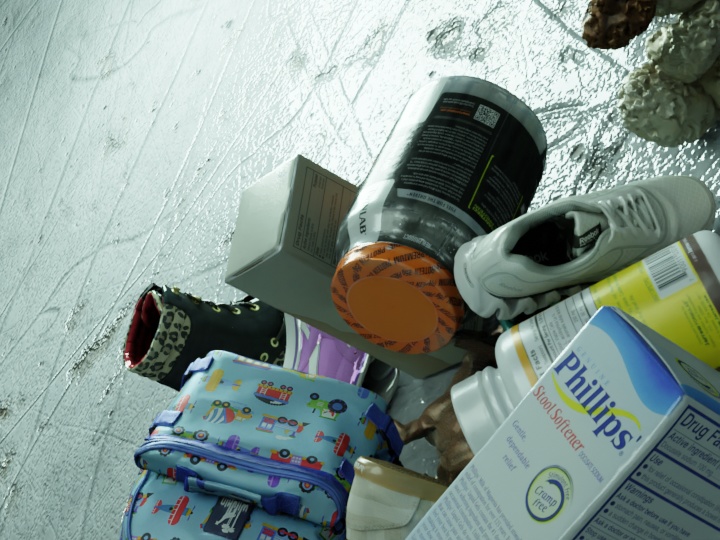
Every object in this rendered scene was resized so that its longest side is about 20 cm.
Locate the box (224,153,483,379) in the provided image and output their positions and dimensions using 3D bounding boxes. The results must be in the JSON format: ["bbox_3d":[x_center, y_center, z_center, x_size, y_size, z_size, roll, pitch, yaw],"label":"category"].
[{"bbox_3d":[0.000,0.000,1.252,0.078,0.200,0.095,-29,42,46],"label":"box"}]

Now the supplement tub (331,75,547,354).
[{"bbox_3d":[0.058,-0.042,1.181,0.122,0.123,0.200,-24,29,43],"label":"supplement tub"}]

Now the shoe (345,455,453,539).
[{"bbox_3d":[0.083,0.169,1.021,0.070,0.200,0.053,174,111,-74],"label":"shoe"}]

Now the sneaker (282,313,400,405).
[{"bbox_3d":[-0.007,0.051,1.356,0.114,0.073,0.201,-18,61,42],"label":"sneaker"}]

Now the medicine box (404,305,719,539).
[{"bbox_3d":[0.160,0.153,0.929,0.200,0.182,0.103,-52,34,12],"label":"medicine box"}]

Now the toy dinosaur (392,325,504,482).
[{"bbox_3d":[0.088,0.117,1.158,0.136,0.086,0.200,-42,41,14],"label":"toy dinosaur"}]

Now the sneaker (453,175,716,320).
[{"bbox_3d":[0.165,-0.023,1.084,0.075,0.200,0.081,66,159,15],"label":"sneaker"}]

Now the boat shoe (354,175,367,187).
[{"bbox_3d":[0.010,-0.052,1.354,0.200,0.072,0.068,-39,20,-22],"label":"boat shoe"}]

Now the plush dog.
[{"bbox_3d":[0.239,-0.210,1.125,0.160,0.172,0.200,-8,57,51],"label":"plush dog"}]

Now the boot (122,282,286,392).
[{"bbox_3d":[-0.119,0.035,1.432,0.073,0.154,0.204,-9,58,51],"label":"boot"}]

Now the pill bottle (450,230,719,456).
[{"bbox_3d":[0.163,0.064,1.019,0.200,0.109,0.109,-28,40,11],"label":"pill bottle"}]

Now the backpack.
[{"bbox_3d":[-0.078,0.172,1.057,0.200,0.182,0.135,-56,-23,-48],"label":"backpack"}]

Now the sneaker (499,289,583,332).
[{"bbox_3d":[0.138,0.018,1.155,0.078,0.091,0.200,-42,36,23],"label":"sneaker"}]
